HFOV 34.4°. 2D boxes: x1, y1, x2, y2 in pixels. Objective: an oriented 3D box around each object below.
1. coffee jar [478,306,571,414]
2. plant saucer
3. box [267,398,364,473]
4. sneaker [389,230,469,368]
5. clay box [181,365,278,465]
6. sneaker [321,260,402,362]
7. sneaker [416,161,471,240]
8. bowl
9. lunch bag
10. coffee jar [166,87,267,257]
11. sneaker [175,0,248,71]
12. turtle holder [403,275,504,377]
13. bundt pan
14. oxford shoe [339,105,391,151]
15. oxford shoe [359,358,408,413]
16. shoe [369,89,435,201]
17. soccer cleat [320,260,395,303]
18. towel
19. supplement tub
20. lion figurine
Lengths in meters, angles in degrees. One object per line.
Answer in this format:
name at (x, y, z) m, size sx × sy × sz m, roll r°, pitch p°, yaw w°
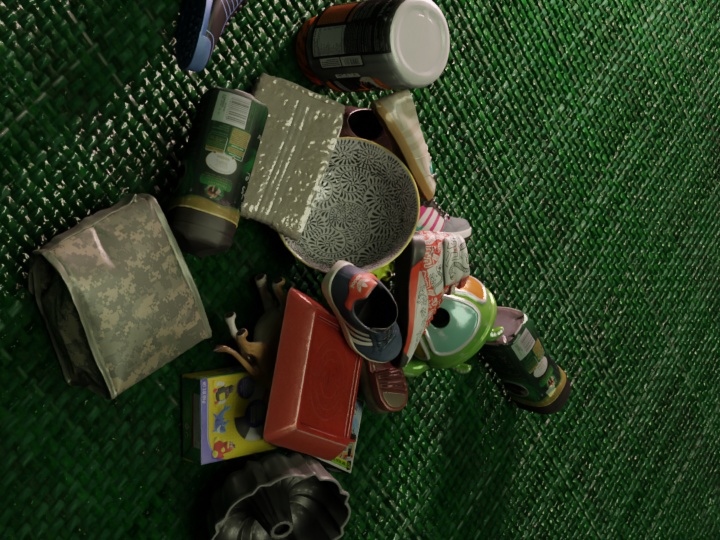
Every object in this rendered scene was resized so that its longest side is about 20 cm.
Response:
coffee jar at (0.269, 0.153, 1.933) m, size 0.085 × 0.104 × 0.200 m, roll -52°, pitch 127°, yaw -23°
plant saucer at (-0.051, 0.144, 1.552) m, size 0.200 × 0.037 × 0.201 m, roll 33°, pitch 64°, yaw -60°
box at (-0.059, 0.209, 1.621) m, size 0.200 × 0.035 × 0.111 m, roll 39°, pitch 58°, yaw -58°
sneaker at (0.099, 0.042, 1.655) m, size 0.108 × 0.067 × 0.202 m, roll -3°, pitch 108°, yaw -29°
clay box at (-0.148, 0.187, 1.577) m, size 0.200 × 0.048 × 0.115 m, roll -6°, pitch 98°, yaw -43°
sneaker at (0.022, 0.069, 1.541) m, size 0.075 × 0.084 × 0.200 m, roll -55°, pitch 140°, yaw -16°
sneaker at (0.098, -0.108, 1.760) m, size 0.199 × 0.083 × 0.121 m, roll 1°, pitch 103°, yaw -42°
bowl at (-0.021, -0.075, 1.615) m, size 0.094 × 0.200 × 0.201 m, roll 99°, pitch 16°, yaw -72°
lunch bag at (-0.291, 0.023, 1.376) m, size 0.164 × 0.117 × 0.201 m, roll -34°, pitch 121°, yaw -37°
coffee jar at (-0.182, -0.119, 1.450) m, size 0.085 × 0.104 × 0.201 m, roll 18°, pitch 77°, yaw -17°
sneaker at (-0.177, -0.342, 1.477) m, size 0.078 × 0.070 × 0.201 m, roll 16°, pitch 82°, yaw -37°
turtle holder at (0.110, 0.076, 1.766) m, size 0.132 × 0.185 × 0.141 m, roll 38°, pitch 36°, yaw -40°
bundt pan at (-0.118, 0.323, 1.560) m, size 0.201 × 0.076 × 0.202 m, roll -15°, pitch 130°, yaw -19°
oxford shoe at (0.027, -0.199, 1.684) m, size 0.200 × 0.072 × 0.072 m, roll 0°, pitch 94°, yaw -44°
oxford shoe at (0.011, 0.114, 1.711) m, size 0.070 × 0.075 × 0.201 m, roll 0°, pitch 75°, yaw -35°
shoe at (0.073, -0.171, 1.612) m, size 0.053 × 0.070 × 0.200 m, roll -38°, pitch 139°, yaw -7°
soccer cleat at (0.000, 0.000, 1.671) m, size 0.200 × 0.081 × 0.068 m, roll -51°, pitch 142°, yaw -64°
towel at (-0.108, -0.154, 1.552) m, size 0.132 × 0.034 × 0.201 m, roll 23°, pitch 78°, yaw -9°
supplement tub at (0.012, -0.303, 1.571) m, size 0.122 × 0.200 × 0.123 m, roll -5°, pitch 98°, yaw -42°
lion figurine at (-0.121, 0.086, 1.563) m, size 0.200 × 0.072 × 0.123 m, roll -49°, pitch 129°, yaw -39°
